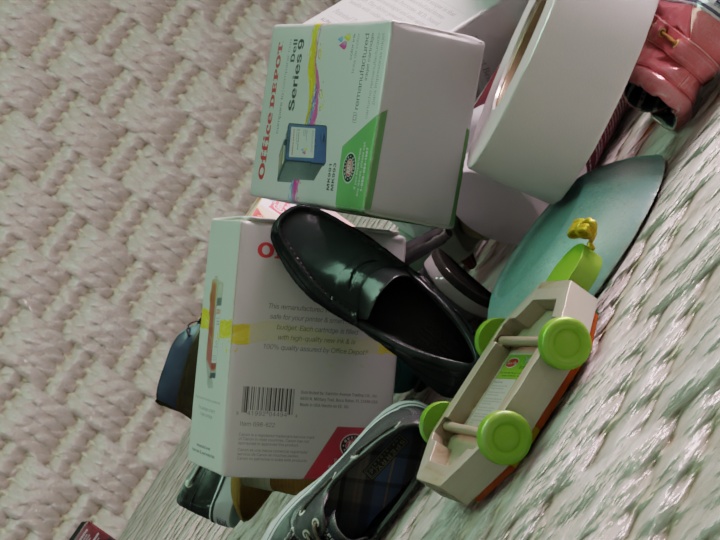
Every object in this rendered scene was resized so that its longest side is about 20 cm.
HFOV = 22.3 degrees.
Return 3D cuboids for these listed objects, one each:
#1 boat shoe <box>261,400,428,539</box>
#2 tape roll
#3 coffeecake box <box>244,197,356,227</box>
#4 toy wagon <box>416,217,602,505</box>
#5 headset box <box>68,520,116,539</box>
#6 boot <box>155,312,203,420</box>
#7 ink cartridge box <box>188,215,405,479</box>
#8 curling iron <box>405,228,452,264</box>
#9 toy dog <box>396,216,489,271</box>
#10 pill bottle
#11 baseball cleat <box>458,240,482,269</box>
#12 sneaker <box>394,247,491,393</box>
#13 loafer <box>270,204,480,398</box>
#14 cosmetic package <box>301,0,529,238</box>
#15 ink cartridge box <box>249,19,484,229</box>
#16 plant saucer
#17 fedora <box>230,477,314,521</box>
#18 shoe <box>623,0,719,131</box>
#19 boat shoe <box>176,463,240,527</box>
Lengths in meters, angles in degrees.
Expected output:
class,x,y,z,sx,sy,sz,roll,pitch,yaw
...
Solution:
class,x,y,z,sx,sy,sz,roll,pitch,yaw
boat shoe,-0.010,0.181,1.329,0.200,0.070,0.066,-47,5,3
tape roll,0.148,-0.153,1.325,0.202,0.071,0.203,-157,90,-88
coffeecake box,-0.037,0.004,1.863,0.073,0.200,0.154,-52,6,23
toy wagon,0.105,0.057,1.168,0.200,0.040,0.155,-56,9,-8
headset box,-0.191,0.300,1.416,0.149,0.200,0.077,-55,5,-15
boot,-0.115,0.049,1.546,0.075,0.097,0.201,-34,-39,-67
ink cartridge box,-0.050,0.062,1.455,0.083,0.145,0.201,-174,89,-66
curling iron,0.000,0.000,1.543,0.200,0.026,0.050,-27,32,41
toy dog,0.053,0.000,1.664,0.200,0.097,0.132,-33,36,-15
pill bottle,0.151,-0.123,1.506,0.200,0.113,0.113,-59,7,-29
baseball cleat,0.097,-0.048,1.815,0.106,0.070,0.200,-39,25,45
sneaker,0.047,0.045,1.507,0.121,0.084,0.200,-49,-2,1
loafer,0.016,0.016,1.363,0.068,0.200,0.070,-47,-13,-16
cosmetic package,0.066,-0.169,1.651,0.200,0.165,0.165,-32,34,-14
ink cartridge box,0.000,-0.116,1.426,0.200,0.087,0.146,14,95,62
plant saucer,0.141,-0.011,1.305,0.201,0.039,0.201,-54,6,9
fedora,-0.039,0.137,1.576,0.201,0.082,0.201,21,-90,-76
shoe,0.221,-0.159,1.342,0.091,0.071,0.200,-51,9,1
boat shoe,-0.104,0.128,1.636,0.074,0.068,0.200,58,-126,-73
